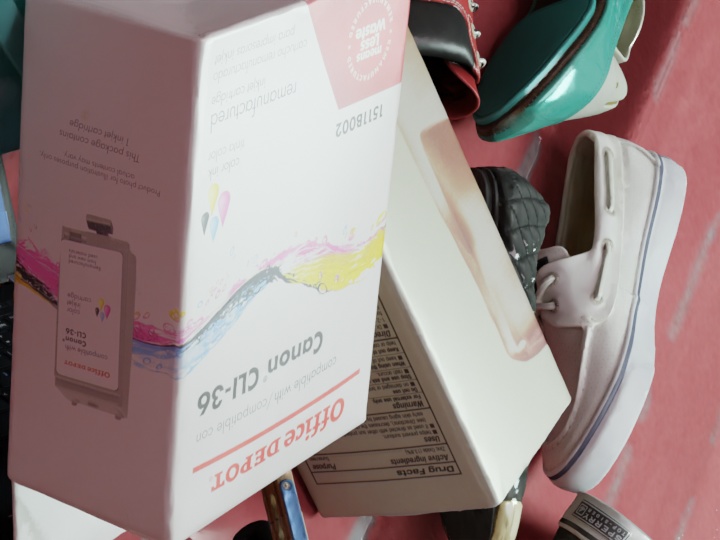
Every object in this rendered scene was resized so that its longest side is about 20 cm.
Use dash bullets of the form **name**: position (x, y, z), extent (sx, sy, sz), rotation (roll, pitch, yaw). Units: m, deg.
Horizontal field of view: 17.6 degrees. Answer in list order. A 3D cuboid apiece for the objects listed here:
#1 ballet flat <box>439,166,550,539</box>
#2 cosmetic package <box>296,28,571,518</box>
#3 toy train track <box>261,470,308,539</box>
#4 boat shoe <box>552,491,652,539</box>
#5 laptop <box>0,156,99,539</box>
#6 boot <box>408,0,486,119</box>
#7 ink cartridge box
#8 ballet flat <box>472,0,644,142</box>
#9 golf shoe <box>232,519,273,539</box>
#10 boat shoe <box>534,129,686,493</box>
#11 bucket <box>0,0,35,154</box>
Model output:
- **ballet flat**: position (0.069, 0.043, 1.110), extent (0.057, 0.066, 0.201), rotation (17, 66, -33)
- **cosmetic package**: position (0.000, 0.000, 1.002), extent (0.087, 0.103, 0.200), rotation (-47, 121, -46)
- **toy train track**: position (-0.029, 0.054, 0.924), extent (0.032, 0.115, 0.201), rotation (-9, 76, -20)
- **boat shoe**: position (0.139, 0.175, 1.192), extent (0.064, 0.071, 0.200), rotation (-53, 141, -5)
- **laptop**: position (-0.143, -0.005, 0.806), extent (0.177, 0.200, 0.104), rotation (-18, 134, -53)
- **boot**: position (0.046, -0.135, 1.085), extent (0.200, 0.072, 0.145), rotation (-8, 68, -47)
- **ink cartridge box**: position (-0.048, 0.004, 0.724), extent (0.116, 0.067, 0.201), rotation (-29, 131, -53)
- **ballet flat**: position (0.118, -0.124, 1.214), extent (0.070, 0.067, 0.200), rotation (46, 46, -26)
- **golf shoe**: position (-0.066, 0.174, 0.907), extent (0.092, 0.072, 0.200), rotation (62, 30, -11)
- **boat shoe**: position (0.113, 0.015, 1.193), extent (0.070, 0.071, 0.201), rotation (26, 63, -17)
- **bucket**: position (-0.173, -0.114, 0.706), extent (0.135, 0.207, 0.208), rotation (-34, 110, -52)
